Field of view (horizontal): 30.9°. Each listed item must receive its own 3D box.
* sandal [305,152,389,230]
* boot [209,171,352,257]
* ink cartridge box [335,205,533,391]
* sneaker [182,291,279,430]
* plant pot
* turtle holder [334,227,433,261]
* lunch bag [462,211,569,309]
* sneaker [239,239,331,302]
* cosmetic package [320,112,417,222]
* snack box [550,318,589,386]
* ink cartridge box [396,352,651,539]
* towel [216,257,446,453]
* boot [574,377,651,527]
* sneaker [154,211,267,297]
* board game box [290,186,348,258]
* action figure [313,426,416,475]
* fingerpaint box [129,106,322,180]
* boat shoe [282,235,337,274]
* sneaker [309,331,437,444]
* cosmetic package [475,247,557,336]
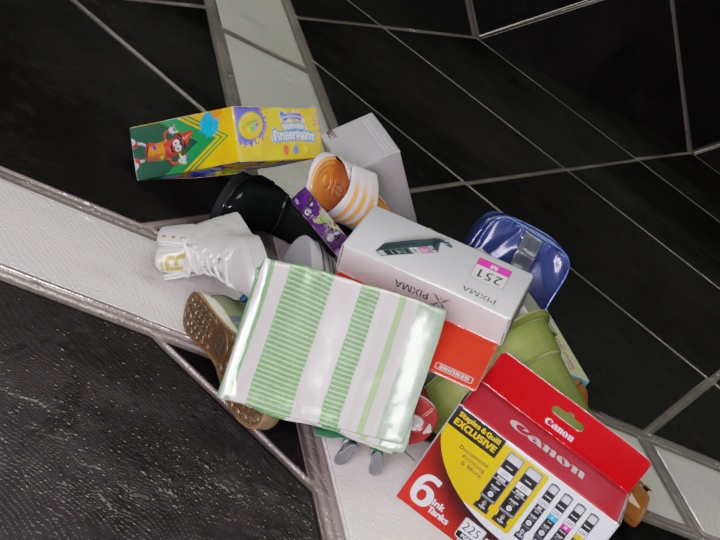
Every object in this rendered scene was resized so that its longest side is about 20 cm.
[{"bbox_3d":[0.003,-0.090,1.628,0.059,0.080,0.206,7,-11,32],"label":"sandal"},{"bbox_3d":[-0.093,-0.059,1.688,0.162,0.074,0.198,32,14,9],"label":"boot"},{"bbox_3d":[0.066,0.024,1.381,0.198,0.044,0.174,24,37,10],"label":"ink cartridge box"},{"bbox_3d":[-0.109,0.090,1.366,0.089,0.068,0.200,7,30,-38],"label":"sneaker"},{"bbox_3d":[0.186,0.181,1.465,0.191,0.200,0.199,55,28,18],"label":"plant pot"},{"bbox_3d":[0.037,0.036,1.623,0.130,0.141,0.187,0,67,-24],"label":"turtle holder"},{"bbox_3d":[0.179,0.027,1.737,0.135,0.201,0.132,30,4,-1],"label":"lunch bag"},{"bbox_3d":[-0.077,0.027,1.564,0.082,0.073,0.200,46,30,0],"label":"sneaker"},{"bbox_3d":[0.018,-0.100,1.775,0.089,0.201,0.107,-22,45,-10],"label":"cosmetic package"},{"bbox_3d":[0.243,0.097,1.878,0.115,0.037,0.201,22,25,-26],"label":"snack box"},{"bbox_3d":[0.169,0.215,1.342,0.199,0.176,0.084,36,22,9],"label":"ink cartridge box"},{"bbox_3d":[-0.026,0.083,1.273,0.198,0.154,0.023,18,-1,-16],"label":"towel"},{"bbox_3d":[0.299,0.226,1.627,0.154,0.077,0.200,32,24,3],"label":"boot"},{"bbox_3d":[-0.167,-0.005,1.439,0.114,0.075,0.200,-11,21,-16],"label":"sneaker"},{"bbox_3d":[0.000,0.000,1.506,0.200,0.032,0.120,50,3,27],"label":"board game box"},{"bbox_3d":[-0.010,0.137,1.424,0.117,0.055,0.201,22,28,-21],"label":"action figure"},{"bbox_3d":[-0.171,-0.164,1.692,0.165,0.074,0.199,-7,2,29],"label":"fingerpaint box"},{"bbox_3d":[-0.048,0.051,1.450,0.065,0.072,0.201,30,33,-32],"label":"boat shoe"},{"bbox_3d":[-0.015,0.102,1.359,0.199,0.079,0.116,35,14,-18],"label":"sneaker"},{"bbox_3d":[0.166,0.047,1.566,0.104,0.073,0.200,55,9,19],"label":"cosmetic package"}]
